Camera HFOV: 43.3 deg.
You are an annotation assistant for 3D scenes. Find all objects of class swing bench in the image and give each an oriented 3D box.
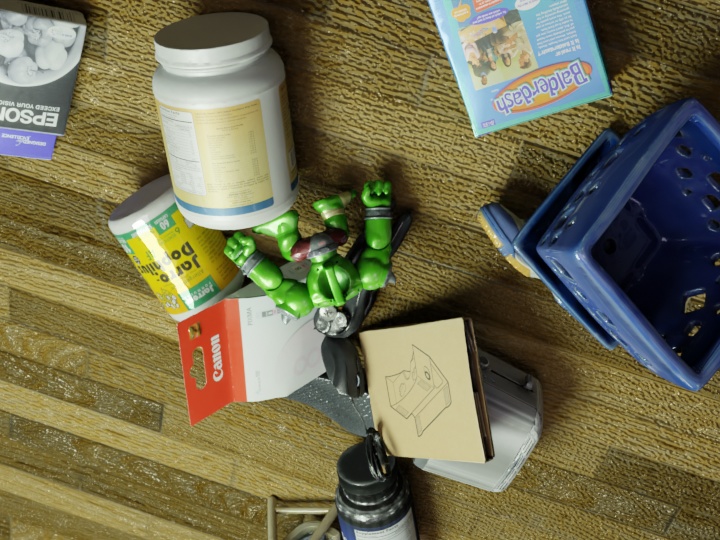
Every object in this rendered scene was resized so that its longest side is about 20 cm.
[{"bbox_3d":[-0.082,0.478,1.345,0.128,0.201,0.202,-5,121,16],"label":"swing bench"}]

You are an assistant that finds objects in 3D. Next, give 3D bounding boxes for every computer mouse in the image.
[{"bbox_3d":[0.001,0.168,1.151,0.034,0.058,0.203,-28,78,22],"label":"computer mouse"}]

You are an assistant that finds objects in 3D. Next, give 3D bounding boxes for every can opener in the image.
[{"bbox_3d":[0.000,0.000,1.109,0.063,0.079,0.202,28,116,6],"label":"can opener"}]

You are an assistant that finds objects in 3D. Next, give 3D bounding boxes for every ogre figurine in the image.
[{"bbox_3d":[-0.045,-0.017,1.040,0.122,0.197,0.098,70,158,1],"label":"ogre figurine"}]

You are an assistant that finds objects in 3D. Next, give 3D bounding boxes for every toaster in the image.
[{"bbox_3d":[0.150,0.199,1.165,0.127,0.114,0.202,21,123,-3],"label":"toaster"}]

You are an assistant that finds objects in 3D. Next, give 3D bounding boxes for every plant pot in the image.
[{"bbox_3d":[0.285,-0.028,0.919,0.200,0.179,0.201,44,80,-16],"label":"plant pot"}]

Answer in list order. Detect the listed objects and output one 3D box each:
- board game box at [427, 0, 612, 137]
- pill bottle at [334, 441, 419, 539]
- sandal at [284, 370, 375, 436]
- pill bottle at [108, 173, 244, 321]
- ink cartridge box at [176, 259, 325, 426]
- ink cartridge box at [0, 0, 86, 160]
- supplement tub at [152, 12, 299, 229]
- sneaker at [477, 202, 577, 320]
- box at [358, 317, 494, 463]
[{"bbox_3d":[0.156,-0.252,0.918,0.150,0.045,0.202,-13,117,21],"label":"board game box"},{"bbox_3d":[0.024,0.347,1.290,0.110,0.112,0.203,-2,121,15],"label":"pill bottle"},{"bbox_3d":[-0.040,0.161,1.235,0.198,0.043,0.077,24,124,12],"label":"sandal"},{"bbox_3d":[-0.213,-0.009,1.125,0.111,0.113,0.202,-19,115,24],"label":"pill bottle"},{"bbox_3d":[-0.125,0.095,1.124,0.057,0.199,0.165,24,130,33],"label":"ink cartridge box"},{"bbox_3d":[-0.428,-0.212,1.028,0.195,0.044,0.202,3,127,-31],"label":"ink cartridge box"},{"bbox_3d":[-0.146,-0.163,0.991,0.142,0.145,0.203,2,122,12],"label":"supplement tub"},{"bbox_3d":[0.223,-0.028,1.037,0.199,0.076,0.088,36,112,-18],"label":"sneaker"},{"bbox_3d":[0.076,0.146,1.106,0.199,0.021,0.166,-11,89,54],"label":"box"}]
